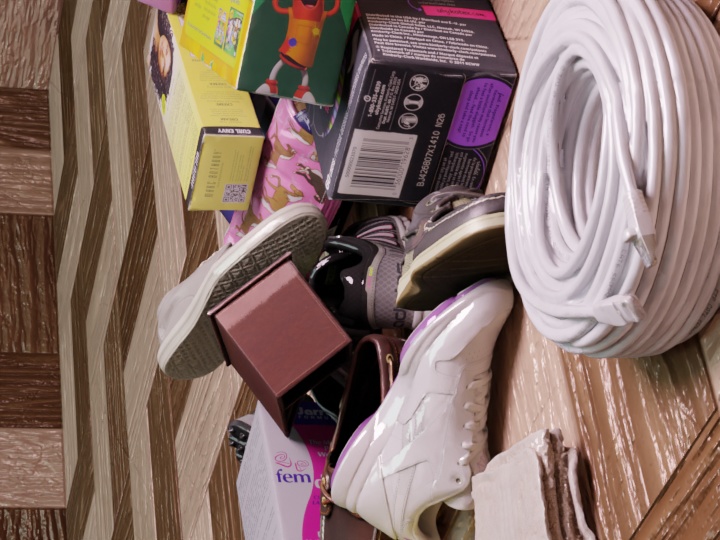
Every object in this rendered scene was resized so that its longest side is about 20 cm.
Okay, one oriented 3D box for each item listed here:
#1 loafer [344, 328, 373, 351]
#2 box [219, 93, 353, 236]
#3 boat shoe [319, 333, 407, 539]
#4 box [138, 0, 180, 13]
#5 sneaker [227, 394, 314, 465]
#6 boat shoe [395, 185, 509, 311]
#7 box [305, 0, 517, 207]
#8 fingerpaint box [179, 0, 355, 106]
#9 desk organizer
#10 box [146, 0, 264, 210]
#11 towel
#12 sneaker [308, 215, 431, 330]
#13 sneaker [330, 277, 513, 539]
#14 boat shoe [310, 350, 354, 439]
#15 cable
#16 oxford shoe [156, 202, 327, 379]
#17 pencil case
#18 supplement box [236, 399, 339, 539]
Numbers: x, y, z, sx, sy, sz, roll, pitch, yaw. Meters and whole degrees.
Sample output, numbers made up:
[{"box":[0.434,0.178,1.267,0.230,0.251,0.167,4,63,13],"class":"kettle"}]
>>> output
[{"box":[-0.038,0.038,1.648,0.200,0.073,0.071,165,106,-74],"class":"loafer"},{"box":[-0.066,-0.111,1.665,0.141,0.079,0.200,54,150,20],"class":"box"},{"box":[0.001,0.144,1.404,0.070,0.070,0.201,3,78,38],"class":"boat shoe"},{"box":[-0.141,-0.330,1.516,0.176,0.096,0.201,114,180,-71],"class":"box"},{"box":[-0.051,0.177,1.704,0.066,0.090,0.201,24,144,35],"class":"sneaker"},{"box":[0.061,-0.023,1.297,0.201,0.071,0.066,126,139,-72],"class":"boat shoe"},{"box":[0.024,-0.150,1.386,0.200,0.106,0.123,-104,25,-49],"class":"box"},{"box":[-0.056,-0.213,1.356,0.200,0.073,0.168,-139,60,-69],"class":"fingerpaint box"},{"box":[-0.054,0.059,1.454,0.077,0.072,0.200,52,172,10],"class":"desk organizer"},{"box":[-0.124,-0.135,1.555,0.200,0.050,0.075,-112,29,-47],"class":"box"},{"box":[0.104,0.201,1.175,0.133,0.034,0.201,131,138,-69],"class":"towel"},{"box":[0.000,0.000,1.488,0.200,0.087,0.074,-138,52,-71],"class":"sneaker"},{"box":[0.061,0.095,1.309,0.075,0.099,0.200,-24,-33,-59],"class":"sneaker"},{"box":[0.004,0.131,1.500,0.200,0.062,0.073,-109,28,-53],"class":"boat shoe"},{"box":[0.133,-0.054,1.038,0.200,0.069,0.201,142,130,-72],"class":"cable"},{"box":[-0.097,0.007,1.511,0.200,0.075,0.058,-47,46,36],"class":"oxford shoe"},{"box":[-0.044,-0.066,1.521,0.200,0.083,0.087,118,174,-48],"class":"pencil case"},{"box":[-0.029,0.205,1.538,0.200,0.101,0.104,-105,23,-48],"class":"supplement box"}]
